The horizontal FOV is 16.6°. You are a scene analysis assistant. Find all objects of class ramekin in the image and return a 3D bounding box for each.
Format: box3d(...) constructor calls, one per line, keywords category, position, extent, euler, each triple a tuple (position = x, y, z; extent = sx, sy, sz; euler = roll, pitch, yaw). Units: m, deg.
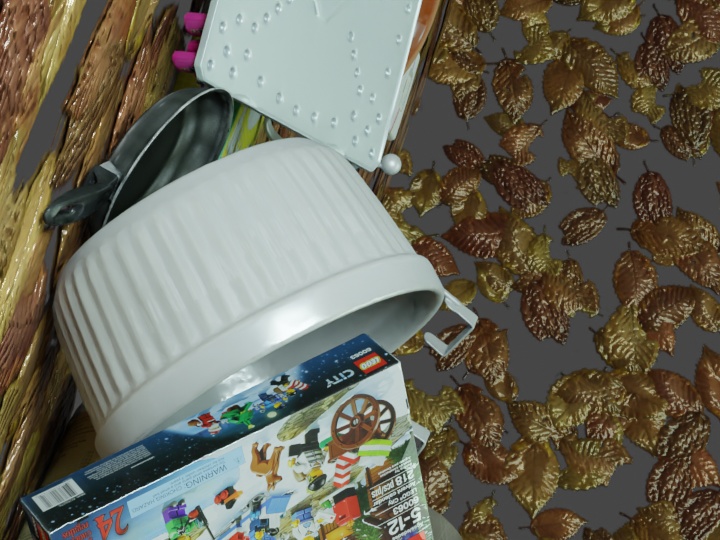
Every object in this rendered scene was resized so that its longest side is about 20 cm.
box3d(category="ramekin", position=(-0.066, 0.017, 1.292), extent=(0.199, 0.105, 0.200), euler=(-28, 168, -7))

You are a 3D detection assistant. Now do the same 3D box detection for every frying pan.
box3d(category="frying pan", position=(-0.127, -0.036, 1.290), extent=(0.190, 0.031, 0.115), euler=(-40, 159, -48))

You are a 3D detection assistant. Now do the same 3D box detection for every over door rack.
box3d(category="over door rack", position=(0.000, 0.000, 1.500), extent=(0.066, 0.200, 0.148), euler=(-30, -162, 30))

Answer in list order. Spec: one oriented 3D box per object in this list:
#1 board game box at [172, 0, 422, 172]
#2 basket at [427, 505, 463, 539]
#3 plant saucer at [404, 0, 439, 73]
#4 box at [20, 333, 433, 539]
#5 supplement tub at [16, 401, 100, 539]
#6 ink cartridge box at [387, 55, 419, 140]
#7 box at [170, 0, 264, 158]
box3d(category="board game box", position=(-0.023, -0.178, 1.409), extent=(0.200, 0.026, 0.201), euler=(25, 78, -58))
box3d(category="basket", position=(-0.009, 0.231, 1.387), extent=(0.201, 0.135, 0.181), euler=(-73, 171, -46))
box3d(category="plant saucer", position=(-0.008, -0.200, 1.482), extent=(0.200, 0.032, 0.202), euler=(-24, 118, -55))
box3d(category="box", position=(-0.061, 0.134, 1.244), extent=(0.038, 0.199, 0.137), euler=(37, -34, 51))
box3d(category="supplement tub", position=(-0.121, 0.155, 1.436), extent=(0.145, 0.143, 0.201), euler=(103, 7, -55))
box3d(category="ink cartridge box", position=(-0.023, -0.140, 1.689), extent=(0.200, 0.116, 0.068), euler=(31, 77, -87))
box3d(category="box", position=(-0.072, -0.137, 1.513), extent=(0.117, 0.048, 0.201), euler=(91, 16, -75))
